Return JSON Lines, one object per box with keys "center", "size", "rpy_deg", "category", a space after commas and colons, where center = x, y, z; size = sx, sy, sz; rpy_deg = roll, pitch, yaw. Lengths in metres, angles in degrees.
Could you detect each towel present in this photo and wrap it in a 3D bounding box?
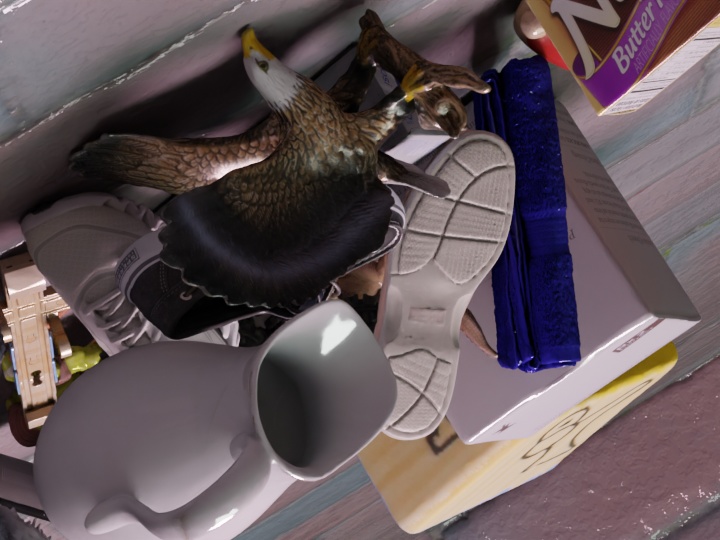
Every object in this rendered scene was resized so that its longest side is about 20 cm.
{"center": [0.100, -0.034, 1.624], "size": [0.049, 0.201, 0.148], "rpy_deg": [-6, 178, -6], "category": "towel"}

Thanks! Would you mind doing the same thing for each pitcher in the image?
{"center": [-0.099, 0.104, 1.358], "size": [0.199, 0.122, 0.172], "rpy_deg": [-21, -165, 39], "category": "pitcher"}

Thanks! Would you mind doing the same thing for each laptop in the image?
{"center": [-0.144, 0.120, 1.726], "size": [0.187, 0.199, 0.117], "rpy_deg": [-153, -100, -81], "category": "laptop"}

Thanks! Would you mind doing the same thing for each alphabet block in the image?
{"center": [0.100, 0.065, 2.027], "size": [0.195, 0.197, 0.200], "rpy_deg": [-21, 163, -42], "category": "alphabet block"}

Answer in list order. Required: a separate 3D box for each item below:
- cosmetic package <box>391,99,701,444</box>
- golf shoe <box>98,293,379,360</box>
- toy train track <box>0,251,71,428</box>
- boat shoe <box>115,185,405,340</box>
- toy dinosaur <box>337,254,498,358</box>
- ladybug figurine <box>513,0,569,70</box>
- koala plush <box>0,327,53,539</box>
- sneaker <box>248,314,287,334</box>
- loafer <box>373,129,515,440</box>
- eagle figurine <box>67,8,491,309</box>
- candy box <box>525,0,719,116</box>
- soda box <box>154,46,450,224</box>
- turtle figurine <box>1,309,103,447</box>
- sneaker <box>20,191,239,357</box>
{"center": [0.111, -0.003, 1.787], "size": [0.164, 0.201, 0.165], "rpy_deg": [-35, 168, 16], "category": "cosmetic package"}
{"center": [-0.071, 0.073, 1.639], "size": [0.199, 0.078, 0.088], "rpy_deg": [-3, 145, -6], "category": "golf shoe"}
{"center": [-0.203, 0.054, 1.560], "size": [0.114, 0.033, 0.200], "rpy_deg": [-17, 152, -13], "category": "toy train track"}
{"center": [-0.046, -0.001, 1.457], "size": [0.199, 0.066, 0.070], "rpy_deg": [-10, 143, -39], "category": "boat shoe"}
{"center": [0.000, 0.000, 1.683], "size": [0.135, 0.200, 0.086], "rpy_deg": [-38, -153, 38], "category": "toy dinosaur"}
{"center": [0.186, -0.179, 1.602], "size": [0.199, 0.072, 0.136], "rpy_deg": [-26, 166, -25], "category": "ladybug figurine"}
{"center": [-0.263, 0.135, 1.437], "size": [0.177, 0.201, 0.184], "rpy_deg": [-27, 166, -23], "category": "koala plush"}
{"center": [-0.061, 0.032, 1.843], "size": [0.088, 0.077, 0.200], "rpy_deg": [-36, 178, -36], "category": "sneaker"}
{"center": [0.040, 0.003, 1.566], "size": [0.071, 0.201, 0.063], "rpy_deg": [12, -169, -19], "category": "loafer"}
{"center": [-0.044, -0.064, 1.394], "size": [0.200, 0.151, 0.152], "rpy_deg": [-40, 177, -11], "category": "eagle figurine"}
{"center": [0.189, -0.195, 1.457], "size": [0.200, 0.117, 0.056], "rpy_deg": [-39, 165, 30], "category": "candy box"}
{"center": [-0.043, -0.053, 1.546], "size": [0.200, 0.068, 0.063], "rpy_deg": [-39, 163, 24], "category": "soda box"}
{"center": [-0.167, 0.065, 1.700], "size": [0.199, 0.065, 0.161], "rpy_deg": [-21, 163, -39], "category": "turtle figurine"}
{"center": [-0.129, 0.026, 1.483], "size": [0.075, 0.081, 0.200], "rpy_deg": [-26, 136, 16], "category": "sneaker"}
